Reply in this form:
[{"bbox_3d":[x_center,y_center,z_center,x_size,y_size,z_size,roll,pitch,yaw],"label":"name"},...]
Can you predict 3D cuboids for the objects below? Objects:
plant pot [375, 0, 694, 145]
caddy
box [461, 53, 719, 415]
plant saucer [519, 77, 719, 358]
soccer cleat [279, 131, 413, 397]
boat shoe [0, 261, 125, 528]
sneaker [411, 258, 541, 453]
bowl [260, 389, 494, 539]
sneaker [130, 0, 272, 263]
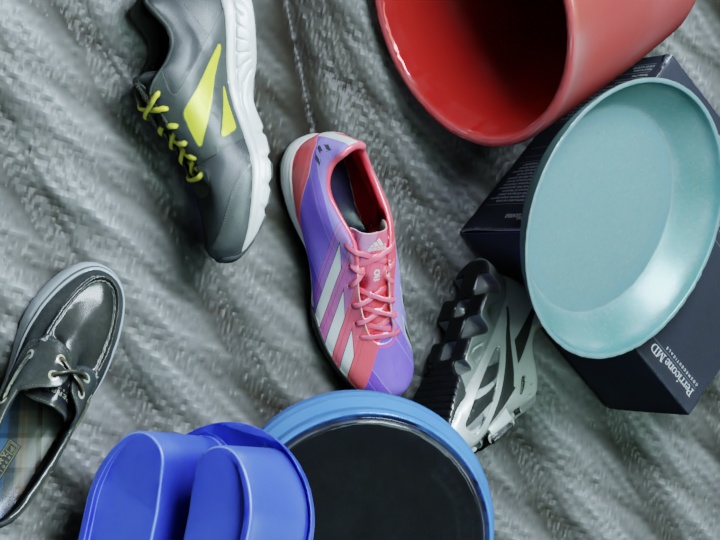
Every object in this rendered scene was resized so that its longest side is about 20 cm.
[{"bbox_3d":[0.136,-0.210,1.682,0.177,0.200,0.202,-24,102,-39],"label":"plant pot"},{"bbox_3d":[-0.108,0.196,1.550,0.105,0.140,0.202,25,75,-59],"label":"caddy"},{"bbox_3d":[0.210,-0.026,1.771,0.200,0.104,0.182,49,66,-21],"label":"box"},{"bbox_3d":[0.176,-0.040,1.645,0.199,0.036,0.202,-16,116,-37],"label":"plant saucer"},{"bbox_3d":[0.000,0.000,1.659,0.068,0.073,0.202,-21,100,-30],"label":"soccer cleat"},{"bbox_3d":[-0.206,0.085,1.542,0.068,0.056,0.201,35,72,-26],"label":"boat shoe"},{"bbox_3d":[0.086,0.100,1.711,0.088,0.074,0.201,30,75,-26],"label":"sneaker"},{"bbox_3d":[-0.002,0.185,1.632,0.199,0.039,0.203,-2,100,-10],"label":"bowl"},{"bbox_3d":[-0.115,-0.103,1.599,0.084,0.074,0.202,-3,82,-26],"label":"sneaker"}]
